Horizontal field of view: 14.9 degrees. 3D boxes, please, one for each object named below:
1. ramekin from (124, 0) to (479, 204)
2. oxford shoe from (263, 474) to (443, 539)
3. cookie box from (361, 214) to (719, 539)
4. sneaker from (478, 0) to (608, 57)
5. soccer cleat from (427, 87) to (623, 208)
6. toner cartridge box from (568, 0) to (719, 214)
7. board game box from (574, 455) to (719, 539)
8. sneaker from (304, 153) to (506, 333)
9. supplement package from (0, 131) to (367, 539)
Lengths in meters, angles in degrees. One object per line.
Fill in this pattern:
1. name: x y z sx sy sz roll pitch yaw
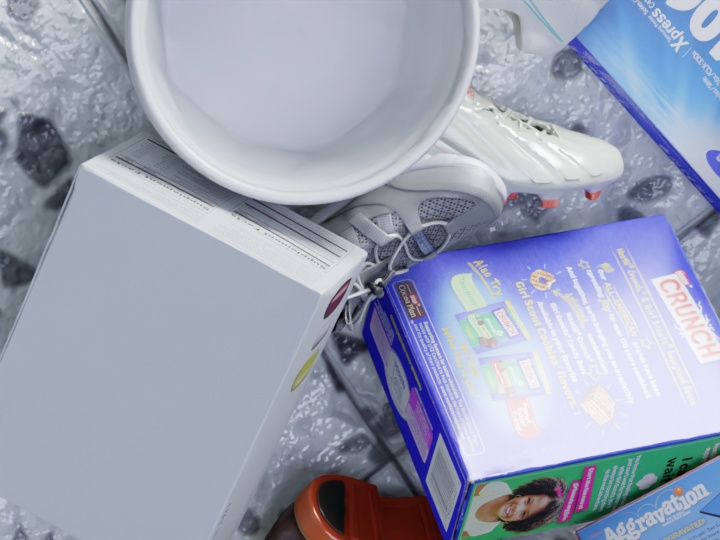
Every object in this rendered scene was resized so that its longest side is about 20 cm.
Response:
1. ramekin: -0.039 -0.139 1.580 0.199 0.105 0.201 -1 94 -9
2. oxford shoe: 0.024 0.186 1.758 0.199 0.071 0.073 24 130 -33
3. cookie box: 0.123 0.066 1.688 0.199 0.172 0.075 -9 144 -18
4. sneaker: 0.062 -0.202 1.634 0.200 0.070 0.080 38 99 -15
5. soccer cleat: 0.072 -0.082 1.685 0.199 0.069 0.078 2 102 -19
6. toner cartridge box: 0.214 -0.123 1.740 0.095 0.043 0.200 -47 116 -2
7. board game box: 0.239 0.155 1.640 0.199 0.019 0.103 -27 83 4
8. sneaker: 0.000 0.000 1.638 0.199 0.082 0.075 -26 141 14
9. supplement package: -0.114 0.051 1.574 0.155 0.111 0.201 28 108 7
